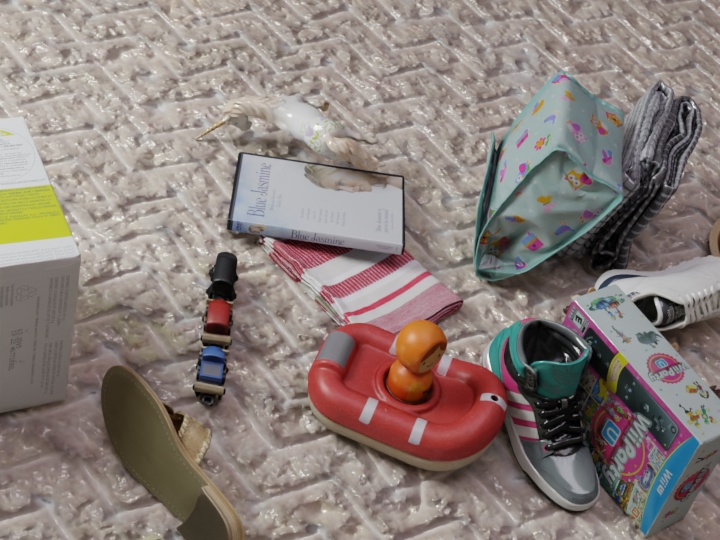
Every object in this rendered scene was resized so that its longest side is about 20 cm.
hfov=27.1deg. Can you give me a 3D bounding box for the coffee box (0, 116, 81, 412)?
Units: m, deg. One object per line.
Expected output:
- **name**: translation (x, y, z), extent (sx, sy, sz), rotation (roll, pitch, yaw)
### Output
- **coffee box**: translation (-0.385, 0.002, 1.374), extent (0.198, 0.201, 0.199), rotation (-9, 48, -26)

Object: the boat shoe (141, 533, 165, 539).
- **boat shoe**: translation (-0.205, 0.294, 1.228), extent (0.068, 0.075, 0.200), rotation (29, 42, 20)

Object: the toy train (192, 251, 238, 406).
- **toy train**: translation (-0.144, 0.055, 1.519), extent (0.034, 0.046, 0.201), rotation (10, 43, -8)

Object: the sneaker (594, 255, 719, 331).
- **sneaker**: translation (0.362, 0.035, 1.680), extent (0.197, 0.077, 0.081), rotation (-10, 19, -14)

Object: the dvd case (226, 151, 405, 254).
- **dvd case**: translation (-0.047, -0.078, 1.689), extent (0.197, 0.018, 0.143), rotation (8, 36, -4)

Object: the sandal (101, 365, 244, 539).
- **sandal**: translation (-0.161, 0.175, 1.385), extent (0.069, 0.078, 0.212), rotation (-6, 50, -52)

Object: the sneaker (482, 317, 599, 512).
- **sneaker**: translation (0.196, 0.130, 1.483), extent (0.083, 0.121, 0.202), rotation (-16, 66, -24)

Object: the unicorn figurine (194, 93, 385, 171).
- **unicorn figurine**: translation (-0.071, -0.169, 1.742), extent (0.198, 0.075, 0.137), rotation (14, 6, 37)

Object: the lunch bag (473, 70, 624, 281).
- **lunch bag**: translation (0.198, -0.097, 1.691), extent (0.121, 0.200, 0.171), rotation (33, 38, -16)

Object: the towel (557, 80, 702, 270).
- **towel**: translation (0.323, -0.104, 1.761), extent (0.085, 0.166, 0.201), rotation (31, 44, -4)

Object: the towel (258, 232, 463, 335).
- **towel**: translation (0.000, 0.000, 1.645), extent (0.143, 0.023, 0.200), rotation (-26, 58, -39)

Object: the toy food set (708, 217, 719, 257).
- **toy food set**: translation (0.521, -0.013, 1.822), extent (0.197, 0.049, 0.200), rotation (30, 43, 12)

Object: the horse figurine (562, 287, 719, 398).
- **horse figurine**: translation (0.291, 0.092, 1.595), extent (0.050, 0.133, 0.200), rotation (-40, 74, -20)

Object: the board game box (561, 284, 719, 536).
- **board game box**: translation (0.271, 0.139, 1.502), extent (0.064, 0.149, 0.200), rotation (-16, 52, -33)

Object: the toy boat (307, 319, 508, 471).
- **toy boat**: translation (0.052, 0.104, 1.474), extent (0.198, 0.132, 0.131), rotation (22, 43, 4)
